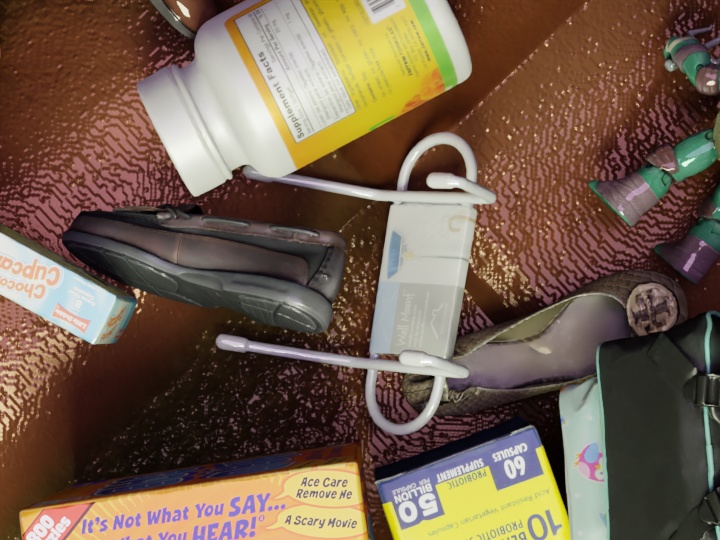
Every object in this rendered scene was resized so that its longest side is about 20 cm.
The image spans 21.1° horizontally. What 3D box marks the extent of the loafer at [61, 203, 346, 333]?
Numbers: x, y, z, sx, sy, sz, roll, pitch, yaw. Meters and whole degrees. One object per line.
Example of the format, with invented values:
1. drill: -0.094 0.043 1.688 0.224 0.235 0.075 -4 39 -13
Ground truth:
1. loafer: -0.098 -0.012 1.251 0.198 0.072 0.063 15 71 25

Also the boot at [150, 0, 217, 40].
1. boot: -0.065 -0.267 1.247 0.198 0.068 0.190 -20 76 19

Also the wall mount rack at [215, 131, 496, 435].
1. wall mount rack: 0.000 0.000 1.259 0.172 0.074 0.202 3 80 38

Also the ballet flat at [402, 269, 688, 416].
1. ballet flat: 0.122 0.050 1.271 0.198 0.046 0.068 -16 89 0

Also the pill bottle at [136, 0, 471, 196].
1. pill bottle: -0.038 -0.129 1.244 0.199 0.111 0.112 -28 89 -1

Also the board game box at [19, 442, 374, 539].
1. board game box: -0.083 0.224 1.190 0.198 0.200 0.202 -9 88 0

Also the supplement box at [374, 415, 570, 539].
1. supplement box: 0.091 0.207 1.236 0.108 0.110 0.202 -20 89 0

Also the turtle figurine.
1. turtle figurine: 0.251 -0.094 1.254 0.150 0.101 0.200 43 95 1

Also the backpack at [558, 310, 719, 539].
1. backpack: 0.219 0.135 1.196 0.153 0.199 0.178 -24 62 39

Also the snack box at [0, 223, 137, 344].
1. snack box: -0.242 -0.014 1.239 0.199 0.116 0.037 28 89 1
